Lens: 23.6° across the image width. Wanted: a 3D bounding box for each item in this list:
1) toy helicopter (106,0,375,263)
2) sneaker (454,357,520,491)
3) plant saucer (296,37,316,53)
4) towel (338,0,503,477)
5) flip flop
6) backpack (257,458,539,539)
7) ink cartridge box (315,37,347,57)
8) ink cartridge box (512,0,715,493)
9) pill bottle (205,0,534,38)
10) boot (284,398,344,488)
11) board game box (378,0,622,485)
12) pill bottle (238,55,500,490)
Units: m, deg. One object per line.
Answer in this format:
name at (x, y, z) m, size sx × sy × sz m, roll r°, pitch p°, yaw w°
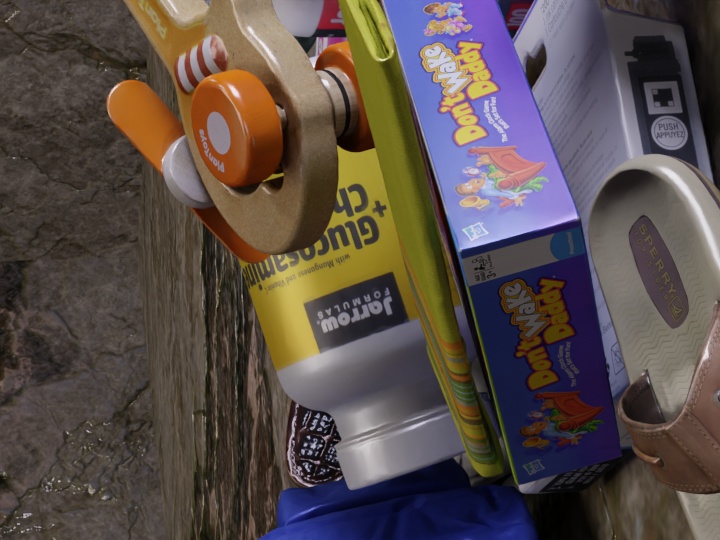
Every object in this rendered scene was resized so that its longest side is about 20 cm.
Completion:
toy helicopter at (-0.072, -0.089, 0.773) m, size 0.200 × 0.079 × 0.133 m, roll 55°, pitch 145°, yaw 25°
sneaker at (0.052, 0.087, 0.945) m, size 0.200 × 0.080 × 0.077 m, roll 107°, pitch 160°, yaw -53°
plant saucer at (-0.041, -0.201, 1.132) m, size 0.201 × 0.038 × 0.202 m, roll 17°, pitch -90°, yaw -83°
towel at (0.025, -0.018, 0.658) m, size 0.086 × 0.018 × 0.201 m, roll -111°, pitch 5°, yaw -53°
flip flop at (0.117, 0.040, 0.592) m, size 0.081 × 0.057 × 0.201 m, roll -48°, pitch 47°, yaw 37°
backpack at (0.029, 0.210, 0.892) m, size 0.168 × 0.161 × 0.201 m, roll -99°, pitch 1°, yaw -54°
ink cartridge box at (0.027, -0.193, 0.989) m, size 0.037 × 0.094 × 0.201 m, roll -116°, pitch 27°, yaw -63°
ink cartridge box at (0.102, -0.022, 0.774) m, size 0.198 × 0.043 × 0.201 m, roll 117°, pitch 148°, yaw -65°
pill bottle at (0.003, -0.174, 0.849) m, size 0.120 × 0.199 × 0.120 m, roll 178°, pitch 90°, yaw -79°
boot at (0.009, 0.081, 1.089) m, size 0.097 × 0.074 × 0.201 m, roll 86°, pitch -156°, yaw -47°
board game box at (0.052, -0.034, 0.703) m, size 0.201 × 0.044 × 0.135 m, roll -104°, pitch -2°, yaw -46°
pill bottle at (0.000, 0.000, 0.854) m, size 0.112 × 0.111 × 0.201 m, roll 142°, pitch 109°, yaw -75°
